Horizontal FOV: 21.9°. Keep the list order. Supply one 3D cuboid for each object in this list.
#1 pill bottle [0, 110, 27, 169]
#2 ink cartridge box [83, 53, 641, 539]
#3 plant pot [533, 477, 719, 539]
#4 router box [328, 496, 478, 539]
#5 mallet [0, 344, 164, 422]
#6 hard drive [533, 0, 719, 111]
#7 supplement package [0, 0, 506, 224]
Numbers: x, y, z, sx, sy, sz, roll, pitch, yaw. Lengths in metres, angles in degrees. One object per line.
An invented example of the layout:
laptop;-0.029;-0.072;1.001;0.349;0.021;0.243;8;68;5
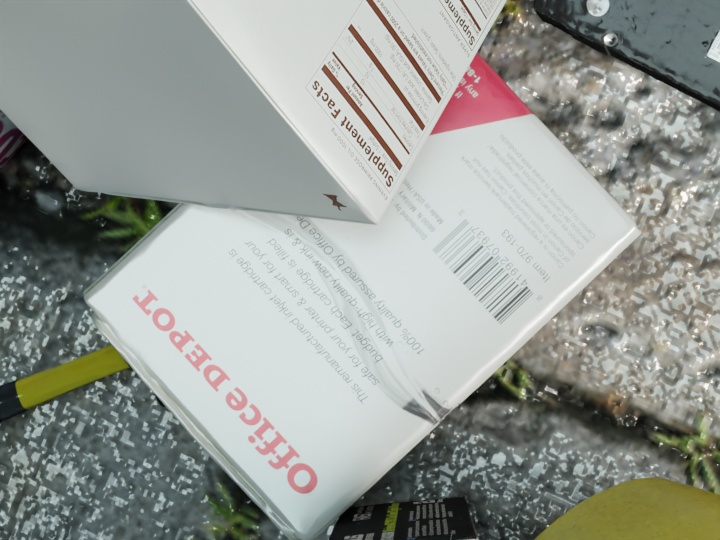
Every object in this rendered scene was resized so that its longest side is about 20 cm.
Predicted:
pill bottle;-0.222;-0.074;0.882;0.113;0.113;0.200;43;98;10
ink cartridge box;0.000;0.000;0.823;0.200;0.083;0.145;-43;88;0
plant pot;0.132;0.172;0.771;0.200;0.200;0.142;-44;55;8
router box;0.024;0.178;0.774;0.062;0.200;0.151;-5;88;1
mallet;-0.160;0.048;0.906;0.199;0.041;0.066;-14;86;16
hard drive;0.196;-0.131;0.828;0.199;0.038;0.140;28;94;13
supplement package;-0.050;-0.148;0.758;0.191;0.147;0.201;8;59;43
